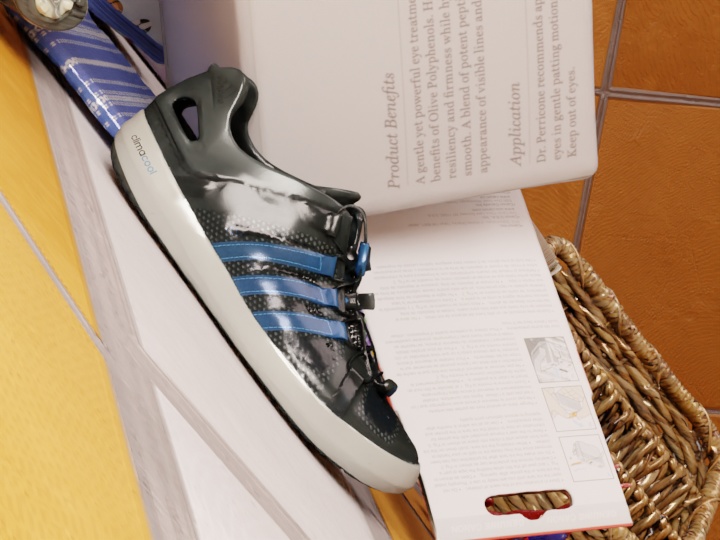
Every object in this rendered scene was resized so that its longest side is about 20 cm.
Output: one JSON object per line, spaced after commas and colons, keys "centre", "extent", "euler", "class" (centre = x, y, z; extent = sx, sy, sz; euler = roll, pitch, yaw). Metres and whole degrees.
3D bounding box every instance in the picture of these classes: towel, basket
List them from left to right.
{"centre": [-0.092, -0.046, 1.192], "extent": [0.200, 0.024, 0.145], "euler": [51, 6, 1], "class": "towel"}
{"centre": [0.130, 0.102, 1.512], "extent": [0.200, 0.149, 0.143], "euler": [52, 3, -14], "class": "basket"}

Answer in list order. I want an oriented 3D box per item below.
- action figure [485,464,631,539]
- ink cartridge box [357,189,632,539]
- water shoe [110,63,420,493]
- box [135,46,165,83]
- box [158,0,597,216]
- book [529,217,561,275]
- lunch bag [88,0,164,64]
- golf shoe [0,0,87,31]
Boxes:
{"centre": [0.110, 0.153, 1.215], "extent": [0.200, 0.099, 0.065], "euler": [52, 2, 39], "class": "action figure"}
{"centre": [0.046, 0.046, 1.196], "extent": [0.050, 0.109, 0.201], "euler": [-56, -137, 50], "class": "ink cartridge box"}
{"centre": [-0.024, 0.002, 1.067], "extent": [0.200, 0.079, 0.072], "euler": [53, 4, 3], "class": "water shoe"}
{"centre": [-0.098, -0.118, 1.613], "extent": [0.200, 0.039, 0.041], "euler": [52, 2, -17], "class": "box"}
{"centre": [-0.001, -0.152, 1.190], "extent": [0.200, 0.171, 0.200], "euler": [-129, -148, -61], "class": "box"}
{"centre": [0.009, -0.030, 1.372], "extent": [0.048, 0.133, 0.200], "euler": [52, 4, -37], "class": "book"}
{"centre": [-0.168, -0.224, 1.491], "extent": [0.200, 0.076, 0.160], "euler": [53, 9, 23], "class": "lunch bag"}
{"centre": [-0.183, -0.180, 1.032], "extent": [0.088, 0.077, 0.200], "euler": [21, -28, 56], "class": "golf shoe"}
